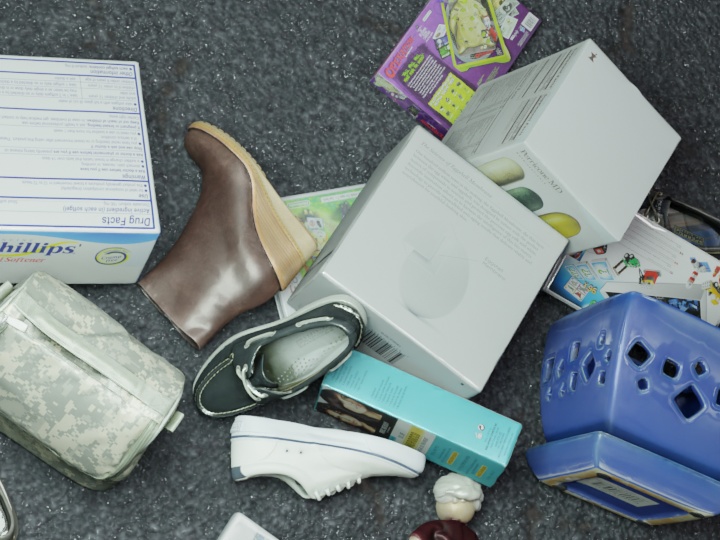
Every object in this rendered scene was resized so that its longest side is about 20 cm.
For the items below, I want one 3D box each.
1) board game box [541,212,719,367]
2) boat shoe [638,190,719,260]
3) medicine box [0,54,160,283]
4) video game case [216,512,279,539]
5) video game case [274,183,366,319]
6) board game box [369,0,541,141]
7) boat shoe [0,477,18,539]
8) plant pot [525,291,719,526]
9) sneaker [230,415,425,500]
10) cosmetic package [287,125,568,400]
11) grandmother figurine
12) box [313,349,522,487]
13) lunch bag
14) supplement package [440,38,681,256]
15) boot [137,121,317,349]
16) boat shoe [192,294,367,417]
[{"bbox_3d":[0.309,0.012,1.807,0.199,0.035,0.127,29,89,-11],"label":"board game box"},{"bbox_3d":[0.336,-0.059,1.848,0.199,0.066,0.070,24,65,-13],"label":"boat shoe"},{"bbox_3d":[-0.299,-0.097,1.566,0.181,0.103,0.201,1,61,-22],"label":"medicine box"},{"bbox_3d":[-0.086,0.363,1.568,0.200,0.023,0.182,37,64,-8],"label":"video game case"},{"bbox_3d":[0.000,0.000,1.720,0.199,0.022,0.183,-10,78,-25],"label":"video game case"},{"bbox_3d":[0.109,-0.248,1.841,0.120,0.032,0.200,40,62,-10],"label":"board game box"},{"bbox_3d":[-0.371,0.167,1.497,0.067,0.057,0.201,-30,86,-27],"label":"boat shoe"},{"bbox_3d":[0.294,0.154,1.696,0.199,0.200,0.181,24,72,-14],"label":"plant pot"},{"bbox_3d":[-0.035,0.194,1.624,0.199,0.073,0.071,10,79,-9],"label":"sneaker"},{"bbox_3d":[0.069,0.001,1.666,0.199,0.123,0.200,37,66,-6],"label":"cosmetic package"},{"bbox_3d":[0.085,0.297,1.642,0.121,0.060,0.201,33,57,-40],"label":"grandmother figurine"},{"bbox_3d":[0.056,0.146,1.637,0.199,0.082,0.049,23,66,3],"label":"box"},{"bbox_3d":[-0.263,0.095,1.502,0.200,0.168,0.140,36,63,-7],"label":"lunch bag"},{"bbox_3d":[0.195,-0.117,1.722,0.152,0.200,0.151,44,63,-17],"label":"supplement package"},{"bbox_3d":[-0.160,-0.040,1.643,0.166,0.072,0.200,-37,73,-13],"label":"boot"},{"bbox_3d":[-0.085,0.089,1.571,0.076,0.200,0.060,51,20,-12],"label":"boat shoe"}]
